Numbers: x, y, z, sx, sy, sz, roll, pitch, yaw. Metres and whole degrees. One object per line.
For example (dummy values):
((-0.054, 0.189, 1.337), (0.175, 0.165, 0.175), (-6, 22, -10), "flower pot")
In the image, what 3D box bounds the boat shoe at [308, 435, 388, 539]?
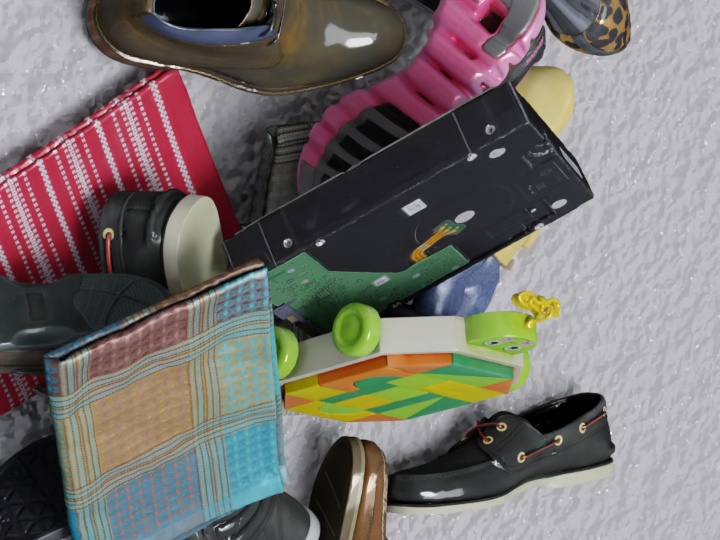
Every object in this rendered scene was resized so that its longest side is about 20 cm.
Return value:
((0.000, 0.200, 1.765), (0.068, 0.072, 0.201), (3, 116, -15), "boat shoe")

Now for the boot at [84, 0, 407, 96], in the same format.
((-0.055, -0.144, 1.552), (0.199, 0.097, 0.075), (0, 89, -19), "boot")

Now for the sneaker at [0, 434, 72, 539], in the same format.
((-0.212, 0.177, 1.608), (0.200, 0.072, 0.083), (-38, 148, -21), "sneaker")

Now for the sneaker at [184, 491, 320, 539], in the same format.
((-0.114, 0.206, 1.685), (0.200, 0.071, 0.099), (-53, 129, -20), "sneaker")

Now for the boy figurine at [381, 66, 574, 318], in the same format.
((0.079, -0.046, 1.713), (0.124, 0.064, 0.201), (29, 81, -55), "boy figurine")

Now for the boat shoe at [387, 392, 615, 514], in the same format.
((0.093, 0.129, 1.827), (0.201, 0.074, 0.063), (-12, 101, -37), "boat shoe")

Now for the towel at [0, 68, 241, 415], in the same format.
((-0.166, -0.021, 1.594), (0.200, 0.022, 0.145), (-36, 126, -23), "towel")

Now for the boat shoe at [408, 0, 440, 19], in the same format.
((0.063, -0.196, 1.691), (0.200, 0.066, 0.070), (24, 89, -41), "boat shoe")

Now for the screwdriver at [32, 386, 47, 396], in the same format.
((-0.131, 0.092, 1.661), (0.200, 0.029, 0.028), (17, 93, -39), "screwdriver")

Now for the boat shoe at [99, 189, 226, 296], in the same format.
((-0.115, 0.042, 1.601), (0.074, 0.063, 0.202), (-51, 142, -50), "boat shoe")

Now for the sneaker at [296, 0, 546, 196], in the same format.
((0.046, -0.099, 1.654), (0.200, 0.079, 0.095), (-44, 162, 0), "sneaker")

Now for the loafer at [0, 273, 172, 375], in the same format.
((-0.207, 0.039, 1.515), (0.199, 0.072, 0.063), (3, 132, -8), "loafer")

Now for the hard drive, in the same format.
((0.031, -0.032, 1.593), (0.200, 0.038, 0.140), (-30, 154, 11), "hard drive")

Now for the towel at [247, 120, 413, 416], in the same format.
((0.000, 0.000, 1.717), (0.192, 0.034, 0.201), (-5, 109, -45), "towel")

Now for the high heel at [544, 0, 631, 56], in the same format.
((0.140, -0.243, 1.719), (0.143, 0.071, 0.201), (40, 50, -42), "high heel")

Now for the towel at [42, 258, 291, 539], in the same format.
((-0.110, 0.092, 1.542), (0.146, 0.022, 0.200), (-26, 141, -20), "towel")

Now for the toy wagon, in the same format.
((0.037, 0.054, 1.621), (0.155, 0.200, 0.040), (14, 67, -46), "toy wagon")
